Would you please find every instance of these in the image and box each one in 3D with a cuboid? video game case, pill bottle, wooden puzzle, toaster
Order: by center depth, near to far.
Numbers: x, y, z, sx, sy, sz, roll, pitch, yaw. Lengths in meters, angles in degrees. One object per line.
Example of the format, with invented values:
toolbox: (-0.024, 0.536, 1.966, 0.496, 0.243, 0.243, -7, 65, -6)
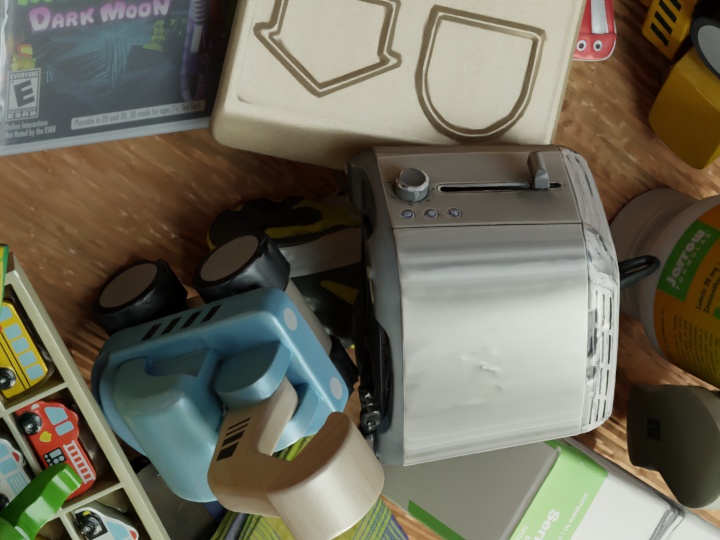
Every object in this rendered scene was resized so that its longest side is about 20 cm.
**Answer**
video game case: (-0.102, -0.157, 1.497, 0.200, 0.023, 0.182, -10, 115, -36)
wooden puzzle: (0.026, -0.147, 1.527, 0.185, 0.046, 0.200, 11, 100, -19)
toaster: (0.063, 0.021, 1.533, 0.129, 0.114, 0.200, -6, 133, -5)
pill bottle: (0.235, 0.020, 1.732, 0.111, 0.200, 0.111, -17, 119, -33)

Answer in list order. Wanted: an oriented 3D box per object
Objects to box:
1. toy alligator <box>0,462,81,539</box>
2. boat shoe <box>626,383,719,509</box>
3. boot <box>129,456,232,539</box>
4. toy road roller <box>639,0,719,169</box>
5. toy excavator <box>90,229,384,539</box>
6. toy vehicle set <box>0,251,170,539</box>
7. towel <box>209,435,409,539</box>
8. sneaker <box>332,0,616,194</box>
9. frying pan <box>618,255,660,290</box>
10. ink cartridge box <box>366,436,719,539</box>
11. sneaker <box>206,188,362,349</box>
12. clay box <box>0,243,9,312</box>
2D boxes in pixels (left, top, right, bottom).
toy alligator: (-0.219, 0.166, 1.461, 0.200, 0.054, 0.059, -36, 114, 6)
boat shoe: (0.213, 0.099, 1.754, 0.071, 0.201, 0.070, 0, 95, -9)
boot: (-0.136, 0.120, 1.583, 0.200, 0.075, 0.097, 54, 47, -30)
toy road roller: (0.209, -0.166, 1.703, 0.123, 0.146, 0.200, -41, 168, -18)
toy excavator: (-0.060, 0.075, 1.475, 0.100, 0.194, 0.200, 57, 32, -28)
toy vehicle set: (-0.186, 0.101, 1.485, 0.124, 0.027, 0.200, -26, 115, 1)
towel: (-0.011, 0.190, 1.647, 0.200, 0.023, 0.144, 54, 42, -26)
sneaker: (0.069, -0.113, 1.625, 0.112, 0.071, 0.200, 30, 87, -40)
frying pan: (0.077, 0.028, 1.685, 0.190, 0.115, 0.031, -39, 142, -45)
ink cartridge box: (0.111, 0.140, 1.723, 0.200, 0.145, 0.084, 30, 91, -43)
sneaker: (0.000, 0.000, 1.629, 0.200, 0.074, 0.085, -5, 120, -28)
clay box: (-0.239, 0.079, 1.409, 0.115, 0.048, 0.200, 9, 94, 3)
